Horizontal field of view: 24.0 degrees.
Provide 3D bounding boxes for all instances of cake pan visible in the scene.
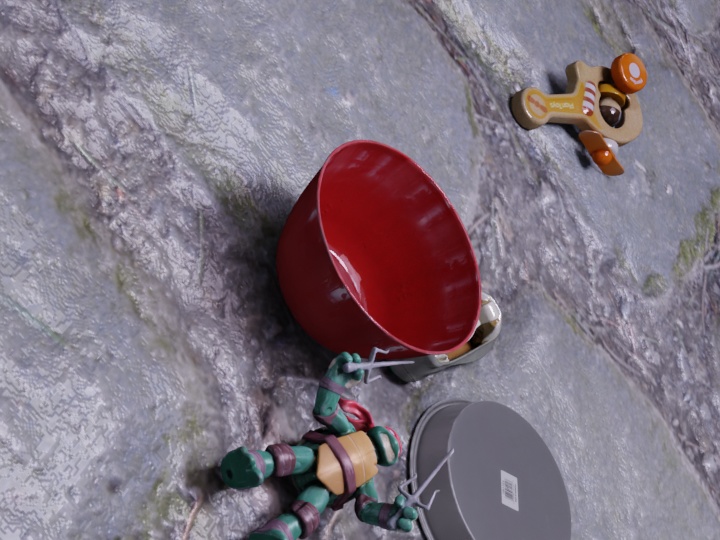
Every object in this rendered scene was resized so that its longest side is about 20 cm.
[{"bbox_3d":[0.125,0.206,1.543,0.200,0.037,0.201,28,48,-37],"label":"cake pan"}]

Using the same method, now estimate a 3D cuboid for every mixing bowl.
[{"bbox_3d":[0.000,0.000,1.465,0.200,0.108,0.201,29,45,-35],"label":"mixing bowl"}]

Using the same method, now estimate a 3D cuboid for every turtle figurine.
[{"bbox_3d":[-0.014,0.156,1.359,0.200,0.101,0.150,-23,75,-39],"label":"turtle figurine"}]

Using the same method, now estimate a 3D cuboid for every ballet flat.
[{"bbox_3d":[0.097,0.055,1.585,0.200,0.064,0.068,-25,87,-54],"label":"ballet flat"}]

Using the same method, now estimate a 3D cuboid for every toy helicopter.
[{"bbox_3d":[0.249,-0.175,1.929,0.199,0.079,0.133,-4,79,-40],"label":"toy helicopter"}]
